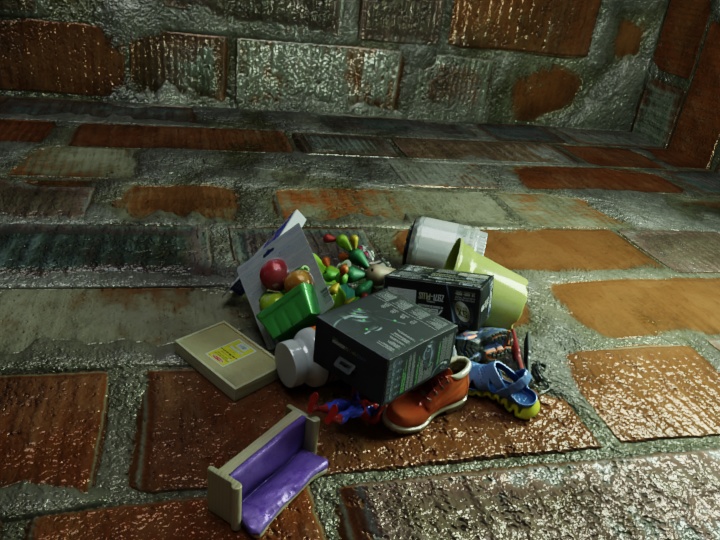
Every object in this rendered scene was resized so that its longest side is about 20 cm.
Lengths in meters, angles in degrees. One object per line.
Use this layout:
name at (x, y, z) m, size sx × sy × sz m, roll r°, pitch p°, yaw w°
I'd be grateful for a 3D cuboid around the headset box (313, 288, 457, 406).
headset box at (0.037, 0.127, 1.122) m, size 0.173 × 0.094 × 0.199 m, roll 26°, pitch 31°, yaw 36°

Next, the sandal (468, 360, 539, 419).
sandal at (0.257, 0.207, 1.261) m, size 0.198 × 0.088 × 0.080 m, roll 18°, pitch 39°, yaw 24°

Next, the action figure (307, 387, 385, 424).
action figure at (-0.003, 0.213, 1.110) m, size 0.065 × 0.100 × 0.199 m, roll 26°, pitch -1°, yaw 30°

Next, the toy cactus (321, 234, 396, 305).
toy cactus at (0.000, 0.000, 1.360) m, size 0.162 × 0.103 × 0.201 m, roll 3°, pitch 42°, yaw -19°

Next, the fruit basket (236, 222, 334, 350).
fruit basket at (-0.155, 0.034, 1.341) m, size 0.093 × 0.184 × 0.202 m, roll 25°, pitch 35°, yaw -56°

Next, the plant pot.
plant pot at (0.278, 0.050, 1.491) m, size 0.182 × 0.203 × 0.201 m, roll 19°, pitch 27°, yaw 0°

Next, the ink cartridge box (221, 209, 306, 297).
ink cartridge box at (-0.218, -0.030, 1.503) m, size 0.047 × 0.197 × 0.201 m, roll 41°, pitch 26°, yaw -13°

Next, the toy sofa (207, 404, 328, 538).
toy sofa at (-0.133, 0.299, 0.987) m, size 0.097 × 0.084 × 0.199 m, roll 21°, pitch 29°, yaw 27°

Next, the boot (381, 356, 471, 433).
boot at (0.123, 0.220, 1.181) m, size 0.198 × 0.108 × 0.075 m, roll -19°, pitch 45°, yaw -35°

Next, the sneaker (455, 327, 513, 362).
sneaker at (0.225, 0.164, 1.375) m, size 0.197 × 0.077 × 0.078 m, roll -6°, pitch 9°, yaw -24°

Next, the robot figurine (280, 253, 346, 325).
robot figurine at (-0.109, 0.043, 1.424) m, size 0.174 × 0.116 × 0.201 m, roll -32°, pitch 64°, yaw -15°

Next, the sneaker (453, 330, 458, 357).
sneaker at (0.112, 0.169, 1.242) m, size 0.114 × 0.076 × 0.200 m, roll -16°, pitch 22°, yaw 42°

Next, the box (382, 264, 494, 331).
box at (0.160, 0.051, 1.317) m, size 0.197 × 0.088 × 0.164 m, roll 7°, pitch 11°, yaw 18°

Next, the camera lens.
camera lens at (0.214, -0.044, 1.662) m, size 0.197 × 0.162 × 0.160 m, roll 12°, pitch 27°, yaw 10°

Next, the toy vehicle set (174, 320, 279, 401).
toy vehicle set at (-0.257, 0.171, 1.268) m, size 0.199 × 0.027 × 0.123 m, roll 28°, pitch 34°, yaw 35°

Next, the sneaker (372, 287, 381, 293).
sneaker at (0.072, 0.072, 1.495) m, size 0.076 × 0.074 × 0.201 m, roll -4°, pitch 29°, yaw -14°

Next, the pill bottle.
pill bottle at (-0.059, 0.157, 1.250) m, size 0.198 × 0.115 × 0.113 m, roll -12°, pitch 32°, yaw -34°

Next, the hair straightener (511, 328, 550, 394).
hair straightener at (0.365, 0.193, 1.371) m, size 0.076 × 0.041 × 0.201 m, roll 7°, pitch 27°, yaw 0°

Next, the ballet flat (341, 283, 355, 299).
ballet flat at (-0.036, 0.070, 1.499) m, size 0.070 × 0.068 × 0.200 m, roll -29°, pitch 38°, yaw -14°

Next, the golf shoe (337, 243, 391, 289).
golf shoe at (0.021, 0.011, 1.489) m, size 0.087 × 0.078 × 0.200 m, roll -28°, pitch 29°, yaw -15°
